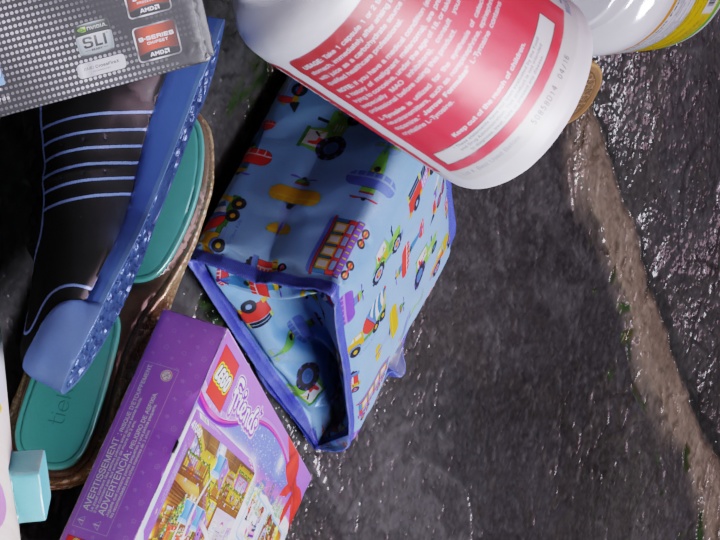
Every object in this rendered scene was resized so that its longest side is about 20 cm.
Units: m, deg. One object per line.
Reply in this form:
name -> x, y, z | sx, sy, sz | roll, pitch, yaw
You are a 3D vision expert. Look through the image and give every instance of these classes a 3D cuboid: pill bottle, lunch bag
pill bottle -> 0.148, -0.186, 1.448 | 0.200, 0.110, 0.112 | -16, 112, -67
lunch bag -> 0.000, 0.000, 1.346 | 0.151, 0.093, 0.201 | -63, 152, -27
pill bottle -> 0.011, -0.133, 1.192 | 0.199, 0.112, 0.113 | 31, 71, -30

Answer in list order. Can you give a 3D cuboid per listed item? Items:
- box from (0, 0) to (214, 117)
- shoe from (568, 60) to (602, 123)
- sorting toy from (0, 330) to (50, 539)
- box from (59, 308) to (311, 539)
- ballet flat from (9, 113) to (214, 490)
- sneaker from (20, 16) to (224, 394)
box -> -0.172, -0.139, 0.975 | 0.198, 0.044, 0.161 | -15, 120, -7
shoe -> 0.068, -0.117, 1.443 | 0.199, 0.053, 0.070 | -3, 133, -51
sorting toy -> -0.202, 0.064, 1.068 | 0.200, 0.106, 0.182 | 29, 56, -55
box -> -0.085, 0.124, 1.217 | 0.200, 0.039, 0.138 | 67, 43, -62
ballet flat -> -0.123, 0.014, 1.192 | 0.065, 0.070, 0.201 | 75, 36, -74
sneaker -> -0.131, -0.043, 1.136 | 0.070, 0.077, 0.201 | 108, 2, -71
